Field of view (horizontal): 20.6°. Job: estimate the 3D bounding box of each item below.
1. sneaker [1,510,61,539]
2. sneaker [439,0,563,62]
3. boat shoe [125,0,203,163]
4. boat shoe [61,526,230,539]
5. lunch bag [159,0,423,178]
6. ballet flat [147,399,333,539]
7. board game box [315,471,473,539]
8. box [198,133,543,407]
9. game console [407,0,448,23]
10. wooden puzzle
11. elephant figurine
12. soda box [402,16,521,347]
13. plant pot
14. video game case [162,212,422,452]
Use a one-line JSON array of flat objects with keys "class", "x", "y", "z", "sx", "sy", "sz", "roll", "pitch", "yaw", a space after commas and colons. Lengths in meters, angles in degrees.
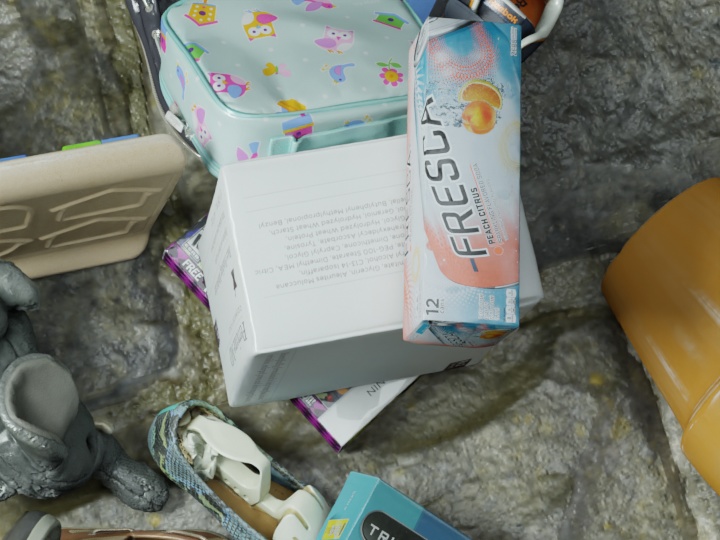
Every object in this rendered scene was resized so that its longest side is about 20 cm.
[{"class": "sneaker", "x": -0.294, "y": 0.220, "z": 1.354, "sx": 0.106, "sy": 0.075, "sz": 0.200, "roll": 40, "pitch": 108, "yaw": 5}, {"class": "sneaker", "x": 0.081, "y": -0.166, "z": 1.501, "sx": 0.078, "sy": 0.079, "sz": 0.200, "roll": 40, "pitch": 68, "yaw": -1}, {"class": "boat shoe", "x": -0.128, "y": -0.165, "z": 1.490, "sx": 0.073, "sy": 0.063, "sz": 0.200, "roll": -23, "pitch": 77, "yaw": -11}, {"class": "boat shoe", "x": -0.181, "y": 0.214, "z": 1.403, "sx": 0.199, "sy": 0.072, "sz": 0.076, "roll": -8, "pitch": 79, "yaw": -6}, {"class": "lunch bag", "x": -0.041, "y": -0.132, "z": 1.406, "sx": 0.200, "sy": 0.077, "sz": 0.161, "roll": -12, "pitch": 48, "yaw": -24}, {"class": "ballet flat", "x": -0.068, "y": 0.165, "z": 1.427, "sx": 0.200, "sy": 0.074, "sz": 0.074, "roll": 36, "pitch": 76, "yaw": 0}, {"class": "board game box", "x": 0.012, "y": 0.268, "z": 1.404, "sx": 0.151, "sy": 0.047, "sz": 0.200, "roll": 35, "pitch": 76, "yaw": -23}, {"class": "box", "x": 0.000, "y": 0.000, "z": 1.369, "sx": 0.199, "sy": 0.199, "sz": 0.131, "roll": -10, "pitch": 77, "yaw": -11}, {"class": "game console", "x": 0.006, "y": -0.272, "z": 1.512, "sx": 0.118, "sy": 0.171, "sz": 0.200, "roll": 18, "pitch": 75, "yaw": 24}, {"class": "wooden puzzle", "x": -0.227, "y": -0.046, "z": 1.379, "sx": 0.185, "sy": 0.200, "sz": 0.046, "roll": -12, "pitch": 74, "yaw": -18}, {"class": "elephant figurine", "x": -0.241, "y": 0.103, "z": 1.384, "sx": 0.155, "sy": 0.142, "sz": 0.200, "roll": -29, "pitch": 79, "yaw": -18}, {"class": "soda box", "x": 0.064, "y": -0.055, "z": 1.252, "sx": 0.063, "sy": 0.068, "sz": 0.201, "roll": 3, "pitch": 76, "yaw": -9}, {"class": "plant pot", "x": 0.282, "y": 0.039, "z": 1.453, "sx": 0.200, "sy": 0.200, "sz": 0.183, "roll": -37, "pitch": 69, "yaw": -13}, {"class": "video game case", "x": -0.017, "y": 0.003, "z": 1.488, "sx": 0.181, "sy": 0.036, "sz": 0.200, "roll": -41, "pitch": 86, "yaw": -15}]
